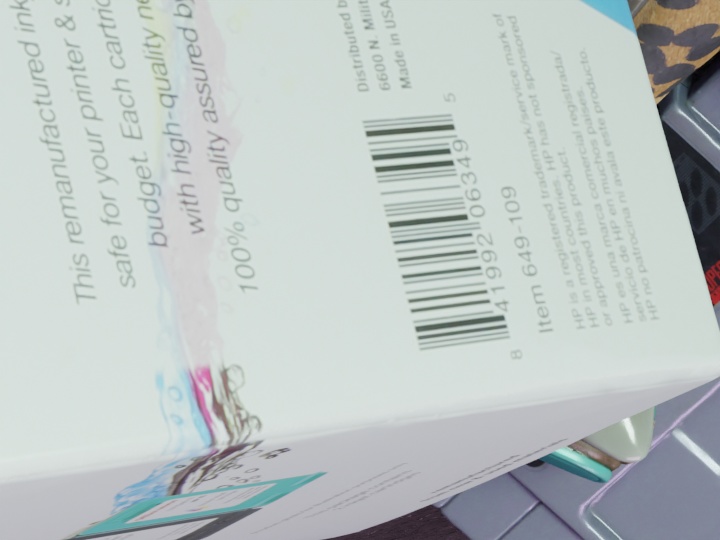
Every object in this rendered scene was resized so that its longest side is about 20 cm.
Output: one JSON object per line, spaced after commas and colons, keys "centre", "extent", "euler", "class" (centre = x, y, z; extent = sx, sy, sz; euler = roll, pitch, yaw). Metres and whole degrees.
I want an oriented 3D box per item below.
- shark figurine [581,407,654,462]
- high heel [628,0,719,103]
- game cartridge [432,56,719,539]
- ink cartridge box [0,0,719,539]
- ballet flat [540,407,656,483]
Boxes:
{"centre": [-0.021, -0.024, 0.828], "extent": [0.214, 0.128, 0.090], "euler": [5, 155, 6], "class": "shark figurine"}
{"centre": [0.087, -0.062, 0.745], "extent": [0.143, 0.071, 0.200], "euler": [-12, 161, 17], "class": "high heel"}
{"centre": [0.102, 0.027, 0.947], "extent": [0.200, 0.130, 0.038], "euler": [-46, -170, 29], "class": "game cartridge"}
{"centre": [-0.064, -0.018, 0.587], "extent": [0.200, 0.147, 0.146], "euler": [-6, 166, -34], "class": "ink cartridge box"}
{"centre": [0.000, 0.000, 0.909], "extent": [0.200, 0.067, 0.068], "euler": [22, 176, -8], "class": "ballet flat"}
